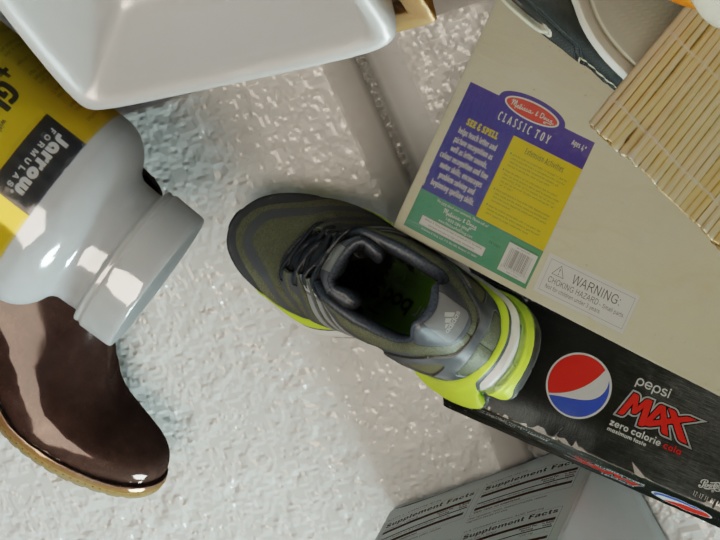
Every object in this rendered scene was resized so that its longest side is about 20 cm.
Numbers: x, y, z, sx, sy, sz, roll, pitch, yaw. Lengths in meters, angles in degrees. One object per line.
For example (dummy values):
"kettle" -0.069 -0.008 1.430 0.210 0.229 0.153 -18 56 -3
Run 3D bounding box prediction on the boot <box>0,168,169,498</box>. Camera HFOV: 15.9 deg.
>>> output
"boot" -0.152 0.017 1.402 0.200 0.072 0.166 42 125 -1

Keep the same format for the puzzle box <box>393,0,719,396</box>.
"puzzle box" 0.125 -0.039 1.231 0.199 0.025 0.134 28 97 26

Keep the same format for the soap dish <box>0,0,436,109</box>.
"soap dish" -0.081 -0.160 1.194 0.199 0.082 0.158 -10 136 30

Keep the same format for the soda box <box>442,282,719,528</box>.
"soda box" 0.143 0.077 1.319 0.199 0.071 0.064 24 82 6

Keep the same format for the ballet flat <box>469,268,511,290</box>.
"ballet flat" 0.129 -0.026 1.279 0.199 0.073 0.073 -24 107 29

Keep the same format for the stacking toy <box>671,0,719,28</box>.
"stacking toy" 0.090 -0.185 1.132 0.199 0.146 0.147 7 120 27

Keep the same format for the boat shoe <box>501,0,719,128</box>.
"boat shoe" 0.105 -0.137 1.209 0.200 0.075 0.060 54 153 14

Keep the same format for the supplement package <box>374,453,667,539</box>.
"supplement package" 0.088 0.232 1.357 0.146 0.200 0.192 -21 108 29

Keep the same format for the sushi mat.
"sushi mat" 0.197 -0.107 1.165 0.096 0.012 0.200 41 80 -4

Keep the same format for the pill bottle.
"pill bottle" -0.181 -0.055 1.300 0.200 0.112 0.112 37 123 0

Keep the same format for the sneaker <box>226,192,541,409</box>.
"sneaker" 0.000 0.000 1.297 0.199 0.074 0.081 23 170 41
